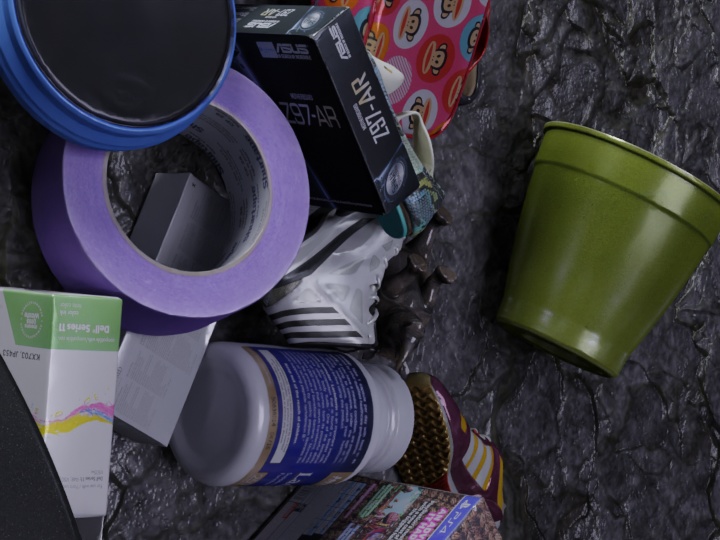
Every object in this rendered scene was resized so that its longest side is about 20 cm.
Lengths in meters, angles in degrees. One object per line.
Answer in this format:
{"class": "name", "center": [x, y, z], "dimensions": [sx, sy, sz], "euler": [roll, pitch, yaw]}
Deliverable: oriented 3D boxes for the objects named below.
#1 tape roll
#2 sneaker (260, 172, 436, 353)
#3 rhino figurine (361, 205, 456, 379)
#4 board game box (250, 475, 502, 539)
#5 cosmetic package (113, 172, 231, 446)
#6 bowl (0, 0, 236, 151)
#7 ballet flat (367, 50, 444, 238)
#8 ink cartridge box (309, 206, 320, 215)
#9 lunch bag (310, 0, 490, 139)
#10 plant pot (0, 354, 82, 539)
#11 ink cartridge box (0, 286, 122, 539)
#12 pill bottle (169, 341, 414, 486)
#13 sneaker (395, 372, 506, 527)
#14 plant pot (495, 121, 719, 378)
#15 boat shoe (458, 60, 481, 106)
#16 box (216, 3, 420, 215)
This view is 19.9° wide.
{"class": "tape roll", "center": [-0.144, -0.056, 1.556], "dimensions": [0.198, 0.085, 0.202], "euler": [6, 76, -24]}
{"class": "sneaker", "center": [0.000, 0.000, 1.709], "dimensions": [0.200, 0.075, 0.116], "euler": [-32, 104, -30]}
{"class": "rhino figurine", "center": [0.038, 0.024, 1.765], "dimensions": [0.059, 0.088, 0.201], "euler": [30, 32, -18]}
{"class": "board game box", "center": [0.003, 0.263, 1.710], "dimensions": [0.159, 0.199, 0.097], "euler": [-45, 124, -34]}
{"class": "cosmetic package", "center": [-0.159, 0.030, 1.625], "dimensions": [0.082, 0.050, 0.202], "euler": [37, 67, -41]}
{"class": "bowl", "center": [-0.177, -0.188, 1.479], "dimensions": [0.199, 0.039, 0.203], "euler": [7, 78, -35]}
{"class": "ballet flat", "center": [0.013, -0.123, 1.636], "dimensions": [0.074, 0.074, 0.201], "euler": [-44, 123, -35]}
{"class": "ink cartridge box", "center": [-0.039, -0.066, 1.756], "dimensions": [0.099, 0.039, 0.202], "euler": [3, 90, -47]}
{"class": "lunch bag", "center": [0.043, -0.212, 1.717], "dimensions": [0.175, 0.082, 0.202], "euler": [7, 106, -45]}
{"class": "plant pot", "center": [-0.322, 0.142, 1.370], "dimensions": [0.199, 0.198, 0.179], "euler": [-5, 86, -46]}
{"class": "ink cartridge box", "center": [-0.241, 0.115, 1.497], "dimensions": [0.067, 0.116, 0.202], "euler": [4, 90, -46]}
{"class": "pill bottle", "center": [-0.054, 0.120, 1.698], "dimensions": [0.199, 0.115, 0.117], "euler": [6, 89, -46]}
{"class": "sneaker", "center": [0.083, 0.166, 1.889], "dimensions": [0.090, 0.074, 0.202], "euler": [-46, 131, -44]}
{"class": "plant pot", "center": [0.224, -0.010, 1.949], "dimensions": [0.200, 0.200, 0.194], "euler": [31, 83, -43]}
{"class": "boat shoe", "center": [0.079, -0.247, 1.849], "dimensions": [0.073, 0.060, 0.202], "euler": [0, 93, -46]}
{"class": "box", "center": [-0.058, -0.129, 1.610], "dimensions": [0.043, 0.199, 0.161], "euler": [-41, 122, -31]}
